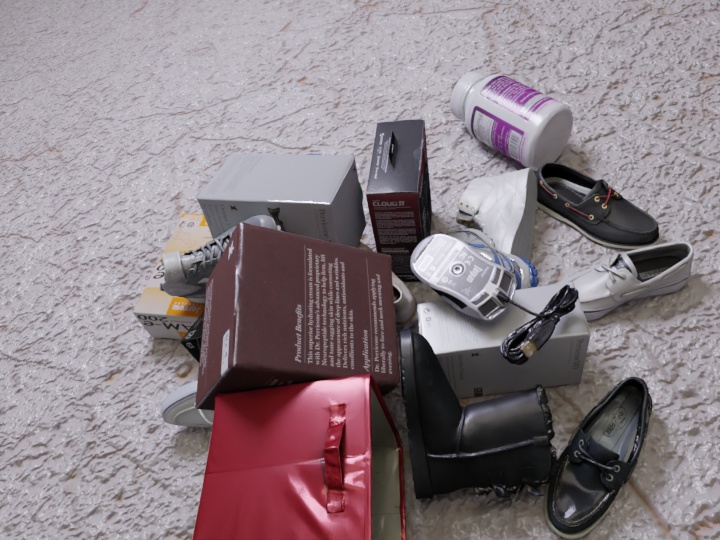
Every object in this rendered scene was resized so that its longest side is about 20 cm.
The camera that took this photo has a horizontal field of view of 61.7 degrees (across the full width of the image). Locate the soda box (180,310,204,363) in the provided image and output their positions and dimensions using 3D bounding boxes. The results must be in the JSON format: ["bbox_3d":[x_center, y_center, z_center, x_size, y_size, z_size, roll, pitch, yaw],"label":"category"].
[{"bbox_3d":[-0.166,0.047,0.860,0.070,0.064,0.202,-14,33,36],"label":"soda box"}]

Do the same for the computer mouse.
[{"bbox_3d":[0.146,0.022,0.711,0.198,0.044,0.110,35,79,32],"label":"computer mouse"}]

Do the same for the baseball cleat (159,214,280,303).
[{"bbox_3d":[-0.193,-0.010,0.780,0.199,0.105,0.071,-37,60,34],"label":"baseball cleat"}]

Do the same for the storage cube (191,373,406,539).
[{"bbox_3d":[-0.052,0.233,0.633,0.175,0.202,0.174,-9,51,12],"label":"storage cube"}]

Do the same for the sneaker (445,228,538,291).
[{"bbox_3d":[0.147,-0.012,0.817,0.083,0.079,0.199,3,14,-30],"label":"sneaker"}]

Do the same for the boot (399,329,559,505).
[{"bbox_3d":[0.128,0.157,0.667,0.158,0.073,0.204,-8,92,4],"label":"boot"}]

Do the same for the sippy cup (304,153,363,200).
[{"bbox_3d":[-0.088,-0.116,0.976,0.174,0.141,0.132,25,45,0],"label":"sippy cup"}]

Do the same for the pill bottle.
[{"bbox_3d":[0.248,-0.261,1.017,0.111,0.114,0.199,-36,53,-17],"label":"pill bottle"}]

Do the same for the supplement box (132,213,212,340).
[{"bbox_3d":[-0.249,0.007,0.941,0.123,0.074,0.204,2,52,15],"label":"supplement box"}]

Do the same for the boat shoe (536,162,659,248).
[{"bbox_3d":[0.347,-0.097,0.895,0.200,0.064,0.073,34,62,32],"label":"boat shoe"}]

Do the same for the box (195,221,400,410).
[{"bbox_3d":[-0.076,0.072,0.716,0.195,0.164,0.170,12,59,-24],"label":"box"}]

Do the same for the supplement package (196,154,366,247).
[{"bbox_3d":[-0.104,-0.082,0.839,0.195,0.119,0.119,4,41,19],"label":"supplement package"}]

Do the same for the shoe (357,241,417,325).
[{"bbox_3d":[0.000,0.000,0.846,0.199,0.053,0.071,37,90,32],"label":"shoe"}]

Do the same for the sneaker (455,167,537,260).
[{"bbox_3d":[0.195,-0.059,0.903,0.113,0.074,0.204,-3,55,33],"label":"sneaker"}]

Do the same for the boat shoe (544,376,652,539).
[{"bbox_3d":[0.268,0.199,0.667,0.199,0.067,0.074,-42,54,-20],"label":"boat shoe"}]

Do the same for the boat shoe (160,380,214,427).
[{"bbox_3d":[-0.159,0.188,0.781,0.196,0.075,0.088,-9,52,-7],"label":"boat shoe"}]

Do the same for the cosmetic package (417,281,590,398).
[{"bbox_3d":[0.174,0.091,0.750,0.194,0.114,0.083,-9,49,9],"label":"cosmetic package"}]

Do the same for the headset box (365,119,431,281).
[{"bbox_3d":[0.060,-0.106,0.877,0.075,0.202,0.152,-1,51,12],"label":"headset box"}]

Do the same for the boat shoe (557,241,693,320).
[{"bbox_3d":[0.348,0.009,0.803,0.194,0.066,0.073,-12,49,3],"label":"boat shoe"}]
